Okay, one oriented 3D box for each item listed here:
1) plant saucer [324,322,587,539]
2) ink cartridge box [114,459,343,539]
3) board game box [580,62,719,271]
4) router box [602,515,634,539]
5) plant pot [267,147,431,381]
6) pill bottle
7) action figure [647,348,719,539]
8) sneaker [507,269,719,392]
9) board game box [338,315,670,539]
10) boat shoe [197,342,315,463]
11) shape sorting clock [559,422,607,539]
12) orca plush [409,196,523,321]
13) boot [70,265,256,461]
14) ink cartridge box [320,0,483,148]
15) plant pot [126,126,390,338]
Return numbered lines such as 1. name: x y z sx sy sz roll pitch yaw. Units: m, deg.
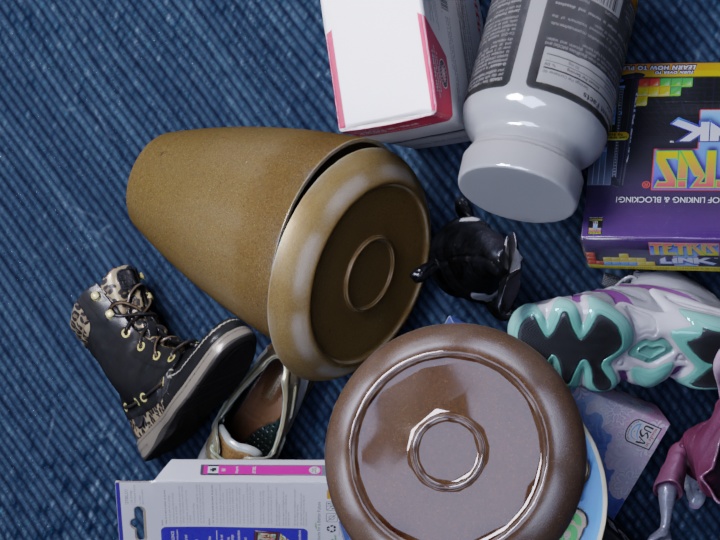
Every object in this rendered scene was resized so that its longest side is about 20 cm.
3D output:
1. plant saucer: 0.067 0.136 1.183 0.199 0.032 0.201 -3 78 12
2. ink cartridge box: -0.107 0.208 1.368 0.199 0.037 0.095 -1 123 -3
3. board game box: 0.282 -0.084 1.266 0.199 0.057 0.166 1 62 16
4. router box: 0.157 0.262 1.282 0.149 0.051 0.200 -44 110 8
5. plant pot: 0.000 0.000 1.305 0.027 0.200 0.201 21 95 33
6. pill bottle: 0.144 -0.147 1.250 0.116 0.116 0.201 10 69 16
7. action figure: 0.274 0.135 1.231 0.133 0.200 0.150 -13 79 -10
8. sneaker: 0.203 0.034 1.282 0.199 0.140 0.078 9 116 -12
9. board game box: 0.115 0.164 1.290 0.198 0.043 0.201 23 105 -17
10. boat shoe: -0.104 0.151 1.400 0.075 0.068 0.201 25 97 12
11. shape sorting clock: 0.086 0.172 1.208 0.199 0.039 0.201 0 90 10
12. orca plush: 0.079 0.007 1.277 0.071 0.200 0.106 -21 107 -6
13. boot: -0.177 0.061 1.390 0.151 0.073 0.200 55 141 15
14. ink cartridge box: 0.041 -0.180 1.296 0.084 0.200 0.145 -9 87 18
15. plant pot: -0.094 -0.048 1.359 0.199 0.186 0.187 21 95 31
